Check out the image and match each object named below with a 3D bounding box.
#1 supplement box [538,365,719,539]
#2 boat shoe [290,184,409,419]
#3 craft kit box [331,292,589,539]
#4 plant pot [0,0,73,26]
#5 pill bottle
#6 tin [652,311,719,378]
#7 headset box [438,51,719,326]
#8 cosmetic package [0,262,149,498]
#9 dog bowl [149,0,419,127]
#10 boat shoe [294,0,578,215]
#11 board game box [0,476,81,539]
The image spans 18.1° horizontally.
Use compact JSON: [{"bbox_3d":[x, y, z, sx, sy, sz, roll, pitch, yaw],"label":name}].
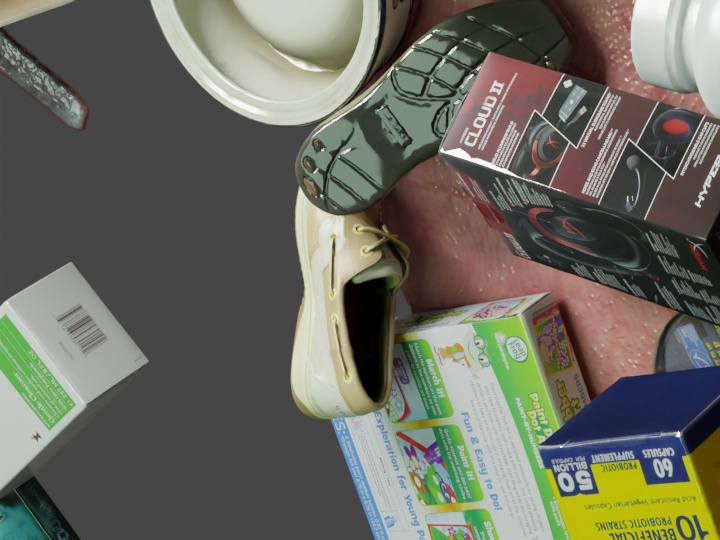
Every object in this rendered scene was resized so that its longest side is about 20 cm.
[{"bbox_3d":[0.208,0.171,1.382,0.108,0.109,0.201,-11,105,41],"label":"supplement box"},{"bbox_3d":[0.000,0.000,1.511,0.066,0.074,0.201,0,88,40],"label":"boat shoe"},{"bbox_3d":[0.076,0.125,1.553,0.197,0.048,0.201,-8,106,44],"label":"craft kit box"},{"bbox_3d":[-0.351,-0.261,1.624,0.177,0.200,0.201,5,115,49],"label":"plant pot"},{"bbox_3d":[0.254,-0.124,1.245,0.199,0.112,0.113,15,121,33],"label":"pill bottle"},{"bbox_3d":[0.259,0.104,1.407,0.112,0.042,0.201,-22,97,47],"label":"tin"},{"bbox_3d":[0.149,-0.047,1.342,0.199,0.075,0.149,20,165,30],"label":"headset box"},{"bbox_3d":[-0.268,0.095,1.800,0.108,0.085,0.200,50,132,4],"label":"cosmetic package"},{"bbox_3d":[-0.046,-0.199,1.478,0.199,0.074,0.201,18,122,32],"label":"dog bowl"},{"bbox_3d":[0.047,-0.110,1.437,0.199,0.074,0.076,-30,94,18],"label":"boat shoe"},{"bbox_3d":[-0.333,0.227,1.956,0.135,0.028,0.200,53,133,4],"label":"board game box"}]
